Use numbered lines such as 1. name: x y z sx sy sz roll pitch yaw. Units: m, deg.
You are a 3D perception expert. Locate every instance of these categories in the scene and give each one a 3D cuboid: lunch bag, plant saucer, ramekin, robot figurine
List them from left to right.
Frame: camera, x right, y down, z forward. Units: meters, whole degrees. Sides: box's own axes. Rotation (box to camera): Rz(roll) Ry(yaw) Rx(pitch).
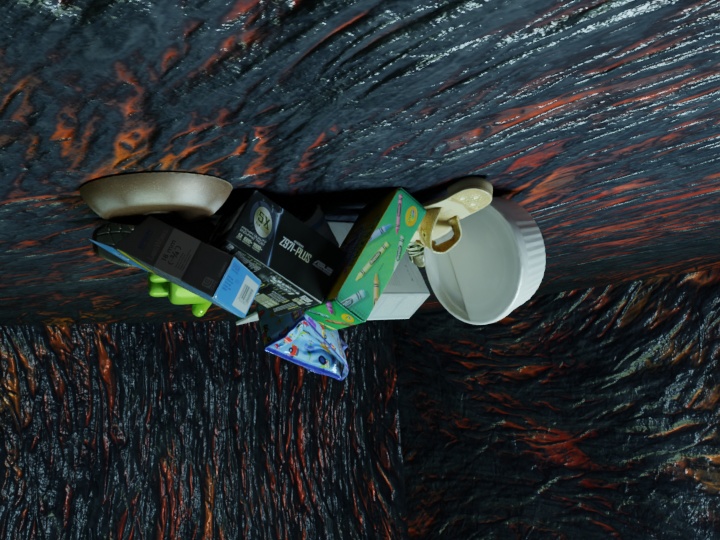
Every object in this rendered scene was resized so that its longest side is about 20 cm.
1. plant saucer: -0.267 -0.089 1.137 0.196 0.037 0.200 -4 174 0
2. robot figurine: -0.271 -0.002 1.509 0.196 0.117 0.177 -1 143 -17
3. lunch bag: -0.084 0.092 1.496 0.093 0.152 0.199 -36 136 17
4. ramekin: 0.199 -0.023 1.355 0.093 0.207 0.201 -13 -179 -41

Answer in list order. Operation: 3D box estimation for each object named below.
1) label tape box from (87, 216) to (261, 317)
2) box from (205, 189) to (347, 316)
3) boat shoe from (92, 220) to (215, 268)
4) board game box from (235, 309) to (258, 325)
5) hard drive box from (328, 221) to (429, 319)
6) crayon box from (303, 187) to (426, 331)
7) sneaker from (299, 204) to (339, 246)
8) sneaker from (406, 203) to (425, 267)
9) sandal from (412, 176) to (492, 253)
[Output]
1. label tape box: -0.248 -0.015 1.178 0.197 0.064 0.144 25 171 13
2. box: -0.136 -0.019 1.270 0.163 0.087 0.199 34 161 -15
3. boat shoe: -0.320 -0.040 1.353 0.197 0.077 0.073 0 175 -30
4. board game box: -0.118 0.047 1.679 0.198 0.026 0.199 -26 171 35
5. hard drive box: 0.000 0.000 1.483 0.197 0.158 0.077 2 141 -38
6. crayon box: 0.006 -0.014 1.260 0.058 0.202 0.118 37 156 -16
7. sneaker: -0.091 -0.037 1.378 0.075 0.087 0.199 -43 -170 -20
8. sneaker: 0.103 -0.053 1.439 0.066 0.092 0.200 -5 173 18
9. sandal: 0.119 -0.062 1.278 0.077 0.071 0.211 21 151 -21
